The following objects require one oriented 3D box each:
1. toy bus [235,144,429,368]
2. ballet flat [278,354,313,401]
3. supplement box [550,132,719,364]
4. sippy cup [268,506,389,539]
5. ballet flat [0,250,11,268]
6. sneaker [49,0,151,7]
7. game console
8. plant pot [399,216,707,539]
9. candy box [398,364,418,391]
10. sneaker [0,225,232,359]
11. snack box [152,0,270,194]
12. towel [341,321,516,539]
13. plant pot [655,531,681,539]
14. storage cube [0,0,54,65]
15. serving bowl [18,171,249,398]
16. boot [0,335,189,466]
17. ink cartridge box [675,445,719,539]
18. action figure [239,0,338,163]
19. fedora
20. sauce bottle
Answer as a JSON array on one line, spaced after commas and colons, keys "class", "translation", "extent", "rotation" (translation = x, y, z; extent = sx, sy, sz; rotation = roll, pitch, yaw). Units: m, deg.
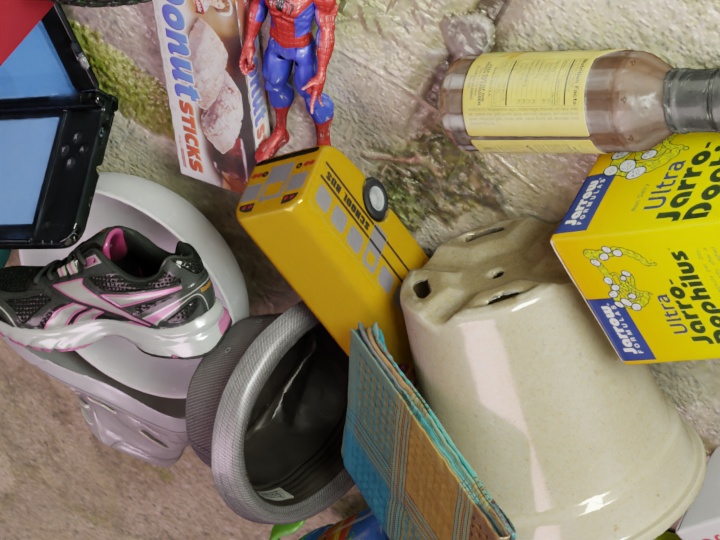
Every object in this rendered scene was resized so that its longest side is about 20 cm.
[{"class": "toy bus", "translation": [0.000, 0.000, 1.472], "extent": [0.065, 0.079, 0.200], "rotation": [-13, 131, 34]}, {"class": "ballet flat", "translation": [-0.027, 0.095, 1.655], "extent": [0.198, 0.070, 0.070], "rotation": [23, 143, 9]}, {"class": "supplement box", "translation": [0.234, -0.023, 1.272], "extent": [0.199, 0.109, 0.110], "rotation": [-7, 128, 42]}, {"class": "sippy cup", "translation": [0.020, 0.250, 1.741], "extent": [0.130, 0.177, 0.141], "rotation": [-41, 58, 43]}, {"class": "ballet flat", "translation": [-0.303, -0.044, 1.707], "extent": [0.067, 0.068, 0.200], "rotation": [43, 142, 0]}, {"class": "sneaker", "translation": [-0.142, -0.230, 1.367], "extent": [0.199, 0.078, 0.086], "rotation": [-28, 71, 40]}, {"class": "game console", "translation": [-0.291, -0.116, 1.579], "extent": [0.199, 0.178, 0.116], "rotation": [0, 161, 38]}, {"class": "plant pot", "translation": [0.114, 0.074, 1.428], "extent": [0.199, 0.200, 0.185], "rotation": [0, 122, 37]}, {"class": "candy box", "translation": [0.070, 0.150, 1.589], "extent": [0.056, 0.117, 0.201], "rotation": [6, 136, 34]}, {"class": "sneaker", "translation": [-0.190, 0.004, 1.566], "extent": [0.198, 0.081, 0.087], "rotation": [2, 122, 21]}, {"class": "snack box", "translation": [-0.102, -0.136, 1.479], "extent": [0.071, 0.024, 0.201], "rotation": [20, 141, 22]}, {"class": "towel", "translation": [0.043, 0.149, 1.411], "extent": [0.200, 0.022, 0.148], "rotation": [54, 152, 38]}, {"class": "plant pot", "translation": [0.208, 0.328, 1.628], "extent": [0.197, 0.182, 0.201], "rotation": [15, 141, 24]}, {"class": "storage cube", "translation": [-0.309, -0.229, 1.405], "extent": [0.198, 0.180, 0.172], "rotation": [21, 142, 16]}, {"class": "serving bowl", "translation": [-0.165, 0.001, 1.641], "extent": [0.198, 0.066, 0.201], "rotation": [19, 135, 20]}, {"class": "boot", "translation": [-0.229, 0.098, 1.797], "extent": [0.199, 0.074, 0.096], "rotation": [31, 137, 3]}, {"class": "ink cartridge box", "translation": [0.338, 0.200, 1.463], "extent": [0.200, 0.084, 0.144], "rotation": [45, 142, -13]}, {"class": "action figure", "translation": [-0.045, -0.142, 1.412], "extent": [0.065, 0.052, 0.201], "rotation": [25, 141, 21]}, {"class": "fedora", "translation": [-0.056, 0.089, 1.569], "extent": [0.090, 0.200, 0.178], "rotation": [21, 146, 39]}, {"class": "sauce bottle", "translation": [0.144, -0.102, 1.293], "extent": [0.198, 0.065, 0.065], "rotation": [4, 134, 35]}]
